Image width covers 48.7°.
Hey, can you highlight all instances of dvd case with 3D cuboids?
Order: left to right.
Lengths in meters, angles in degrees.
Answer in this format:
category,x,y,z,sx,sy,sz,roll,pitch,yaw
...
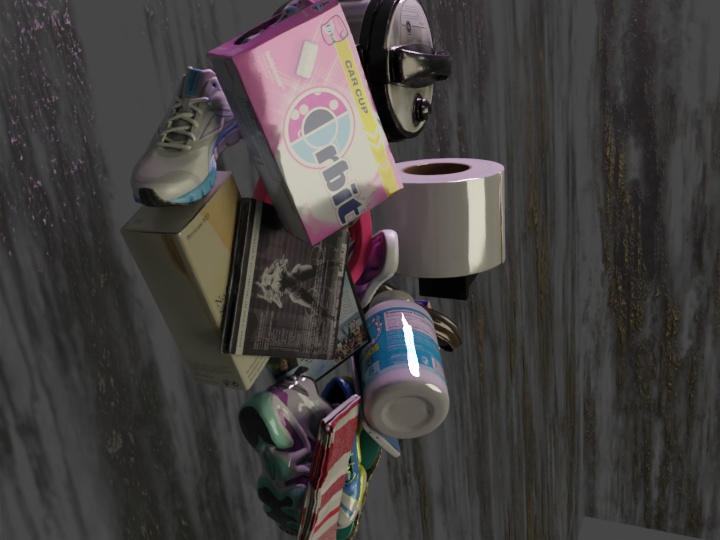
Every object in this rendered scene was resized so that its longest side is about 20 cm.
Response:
category,x,y,z,sx,sy,sz,roll,pitch,yaw
dvd case,-0.073,0.017,0.836,0.200,0.016,0.150,15,82,-62
dvd case,-0.066,0.051,0.954,0.142,0.018,0.201,-34,130,-21

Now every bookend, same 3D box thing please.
category,x,y,z,sx,sy,sz,roll,pitch,yaw
bookend,0.176,-0.081,1.453,0.200,0.091,0.201,-45,135,-57

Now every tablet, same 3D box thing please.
category,x,y,z,sx,sy,sz,roll,pitch,yaw
tablet,0.010,0.151,1.114,0.130,0.014,0.201,53,19,-51

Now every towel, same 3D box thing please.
category,x,y,z,sx,sy,sz,roll,pitch,yaw
towel,-0.037,0.260,0.950,0.144,0.023,0.202,-15,117,-75

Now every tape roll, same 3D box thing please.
category,x,y,z,sx,sy,sz,roll,pitch,yaw
tape roll,0.117,-0.085,1.197,0.202,0.201,0.141,-34,124,-59

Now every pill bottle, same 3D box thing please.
category,x,y,z,sx,sy,sz,roll,pitch,yaw
pill bottle,0.052,0.116,1.066,0.201,0.110,0.111,-96,172,-52

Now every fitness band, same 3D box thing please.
category,x,y,z,sx,sy,sz,roll,pitch,yaw
fitness band,-0.055,-0.051,0.945,0.143,0.037,0.202,-30,127,-24

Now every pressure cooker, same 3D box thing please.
category,x,y,z,sx,sy,sz,roll,pitch,yaw
pressure cooker,0.006,-0.236,0.933,0.179,0.198,0.177,60,42,-49

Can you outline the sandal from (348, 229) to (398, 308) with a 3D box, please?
category,x,y,z,sx,sy,sz,roll,pitch,yaw
sandal,0.000,-0.007,1.057,0.203,0.049,0.083,130,-38,-63

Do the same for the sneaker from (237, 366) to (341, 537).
category,x,y,z,sx,sy,sz,roll,pitch,yaw
sneaker,-0.063,0.212,0.965,0.140,0.077,0.202,-34,126,-42

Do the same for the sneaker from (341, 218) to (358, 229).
category,x,y,z,sx,sy,sz,roll,pitch,yaw
sneaker,-0.051,-0.128,0.853,0.075,0.079,0.201,-44,135,-17

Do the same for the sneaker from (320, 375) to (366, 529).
category,x,y,z,sx,sy,sz,roll,pitch,yaw
sneaker,-0.036,0.233,1.051,0.105,0.075,0.202,59,30,-65

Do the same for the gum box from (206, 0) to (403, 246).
category,x,y,z,sx,sy,sz,roll,pitch,yaw
gum box,-0.049,-0.141,0.741,0.113,0.066,0.201,-33,120,-19

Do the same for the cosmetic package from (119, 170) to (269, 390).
category,x,y,z,sx,sy,sz,roll,pitch,yaw
cosmetic package,-0.147,0.011,0.790,0.106,0.070,0.201,-61,145,-42

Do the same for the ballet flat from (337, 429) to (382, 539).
category,x,y,z,sx,sy,sz,roll,pitch,yaw
ballet flat,-0.011,0.293,1.153,0.075,0.067,0.202,82,23,-78

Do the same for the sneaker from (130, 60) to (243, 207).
category,x,y,z,sx,sy,sz,roll,pitch,yaw
sneaker,-0.158,-0.137,0.732,0.201,0.074,0.087,-70,165,-47

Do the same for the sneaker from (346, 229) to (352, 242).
category,x,y,z,sx,sy,sz,roll,pitch,yaw
sneaker,-0.020,-0.088,1.066,0.200,0.070,0.081,-46,140,-44

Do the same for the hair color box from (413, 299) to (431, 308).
category,x,y,z,sx,sy,sz,roll,pitch,yaw
hair color box,0.068,0.155,1.289,0.110,0.064,0.201,70,33,-40

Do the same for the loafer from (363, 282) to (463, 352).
category,x,y,z,sx,sy,sz,roll,pitch,yaw
loafer,0.070,0.083,1.217,0.199,0.073,0.072,29,77,-23
